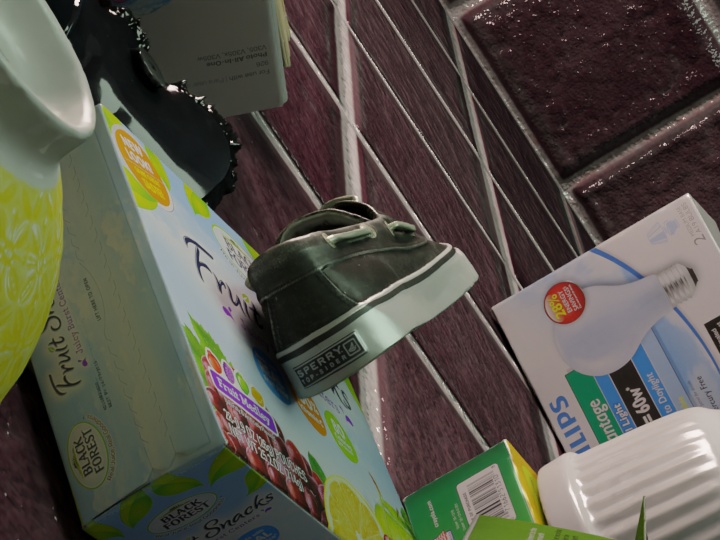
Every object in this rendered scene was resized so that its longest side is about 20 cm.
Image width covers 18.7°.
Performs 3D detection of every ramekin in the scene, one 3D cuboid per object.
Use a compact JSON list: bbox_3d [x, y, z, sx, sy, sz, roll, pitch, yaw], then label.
[{"bbox_3d":[0.191,0.170,1.182,0.200,0.105,0.200,56,11,-17],"label":"ramekin"}]

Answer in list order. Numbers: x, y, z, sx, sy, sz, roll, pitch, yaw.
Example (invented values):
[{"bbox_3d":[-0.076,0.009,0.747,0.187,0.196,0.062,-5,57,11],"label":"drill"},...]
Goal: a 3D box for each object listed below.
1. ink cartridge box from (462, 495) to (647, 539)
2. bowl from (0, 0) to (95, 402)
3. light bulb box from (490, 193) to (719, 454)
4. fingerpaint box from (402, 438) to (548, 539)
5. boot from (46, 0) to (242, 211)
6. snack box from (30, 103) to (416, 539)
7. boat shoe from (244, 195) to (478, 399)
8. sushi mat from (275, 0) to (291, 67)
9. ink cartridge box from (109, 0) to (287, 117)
[{"bbox_3d":[0.070,0.175,0.894,0.200,0.076,0.148,-39,138,-80],"label":"ink cartridge box"},{"bbox_3d":[-0.143,-0.046,0.632,0.200,0.108,0.200,55,11,-16],"label":"bowl"},{"bbox_3d":[0.251,0.075,1.869,0.198,0.200,0.125,63,13,21],"label":"light bulb box"},{"bbox_3d":[0.111,0.219,1.166,0.167,0.073,0.200,49,15,-40],"label":"fingerpaint box"},{"bbox_3d":[-0.121,-0.083,0.914,0.168,0.076,0.200,54,5,-4],"label":"boot"},{"bbox_3d":[-0.056,0.054,0.863,0.200,0.068,0.169,48,15,-52],"label":"snack box"},{"bbox_3d":[0.000,0.000,0.906,0.064,0.071,0.200,59,11,0],"label":"boat shoe"},{"bbox_3d":[-0.060,-0.220,1.239,0.096,0.012,0.200,-98,179,-70],"label":"sushi mat"},{"bbox_3d":[-0.097,-0.195,1.122,0.145,0.087,0.200,-107,-174,-50],"label":"ink cartridge box"}]
